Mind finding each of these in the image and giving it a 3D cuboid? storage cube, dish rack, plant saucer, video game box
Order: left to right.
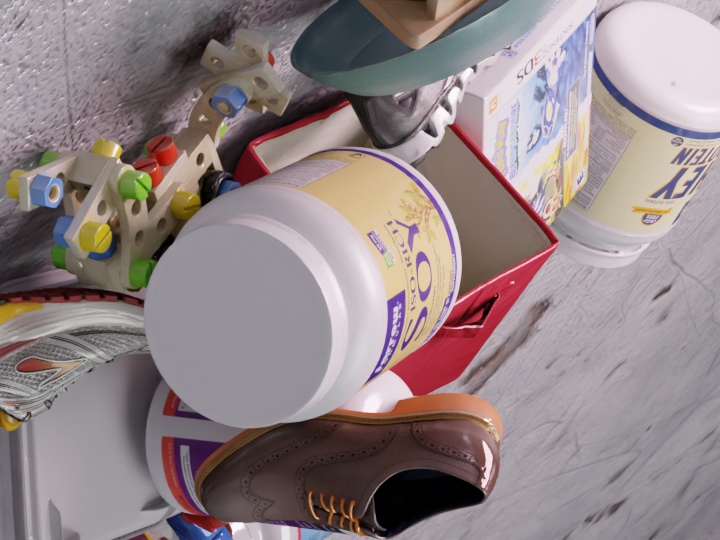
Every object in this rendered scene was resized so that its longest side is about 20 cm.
[{"bbox_3d":[-0.180,0.098,1.489,0.171,0.043,0.201,-15,106,-53],"label":"dish rack"},{"bbox_3d":[0.000,0.000,1.598,0.171,0.200,0.180,-28,161,-39],"label":"storage cube"},{"bbox_3d":[0.052,-0.162,1.412,0.199,0.036,0.200,-24,-159,10],"label":"plant saucer"},{"bbox_3d":[0.121,-0.104,1.704,0.182,0.047,0.201,-45,146,-38],"label":"video game box"}]

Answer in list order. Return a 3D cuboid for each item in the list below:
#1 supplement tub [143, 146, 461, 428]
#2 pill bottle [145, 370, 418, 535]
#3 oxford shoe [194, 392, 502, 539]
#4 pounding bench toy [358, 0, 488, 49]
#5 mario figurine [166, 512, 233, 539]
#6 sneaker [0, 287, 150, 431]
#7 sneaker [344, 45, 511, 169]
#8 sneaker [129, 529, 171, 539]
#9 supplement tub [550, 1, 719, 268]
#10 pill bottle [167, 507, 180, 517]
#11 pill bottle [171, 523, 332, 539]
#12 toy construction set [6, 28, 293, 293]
[{"bbox_3d":[-0.034,0.010,1.368,0.146,0.145,0.200,-54,171,25],"label":"supplement tub"},{"bbox_3d":[-0.038,0.116,1.486,0.112,0.199,0.113,-10,102,-58],"label":"pill bottle"},{"bbox_3d":[-0.012,0.128,1.362,0.199,0.073,0.071,-14,127,16],"label":"oxford shoe"},{"bbox_3d":[0.065,-0.208,1.288,0.124,0.200,0.156,-36,158,-23],"label":"pounding bench toy"},{"bbox_3d":[-0.125,0.174,1.805,0.200,0.123,0.106,67,28,-47],"label":"mario figurine"},{"bbox_3d":[-0.207,0.054,1.377,0.199,0.083,0.078,-7,-174,-29],"label":"sneaker"},{"bbox_3d":[0.052,-0.168,1.540,0.091,0.066,0.200,49,62,-32],"label":"sneaker"},{"bbox_3d":[-0.212,0.209,1.702,0.090,0.200,0.075,20,85,-31],"label":"sneaker"},{"bbox_3d":[0.231,-0.113,1.900,0.145,0.145,0.200,-26,153,-43],"label":"supplement tub"},{"bbox_3d":[-0.201,0.144,1.601,0.200,0.114,0.114,-18,148,-52],"label":"pill bottle"},{"bbox_3d":[-0.070,0.201,1.991,0.200,0.109,0.109,-28,155,-40],"label":"pill bottle"},{"bbox_3d":[-0.127,-0.064,1.386,0.200,0.092,0.131,-43,137,-27],"label":"toy construction set"}]
